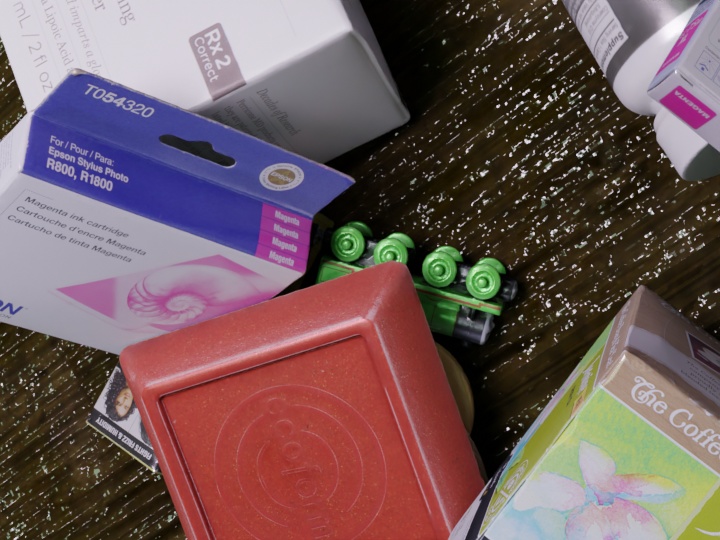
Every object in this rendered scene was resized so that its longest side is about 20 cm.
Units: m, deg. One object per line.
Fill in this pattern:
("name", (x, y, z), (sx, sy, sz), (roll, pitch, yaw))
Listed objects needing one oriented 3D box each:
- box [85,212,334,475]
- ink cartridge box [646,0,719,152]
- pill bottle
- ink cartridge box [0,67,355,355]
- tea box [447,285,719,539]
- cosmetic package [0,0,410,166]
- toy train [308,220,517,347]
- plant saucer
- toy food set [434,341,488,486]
("box", (-0.100, 0.035, 1.118), (0.075, 0.050, 0.201), (30, 90, 30))
("ink cartridge box", (0.242, -0.133, 0.861), (0.119, 0.042, 0.201), (37, 69, -7))
("pill bottle", (0.173, -0.161, 0.935), (0.114, 0.113, 0.202), (-36, 72, 27))
("ink cartridge box", (-0.135, -0.019, 0.974), (0.199, 0.195, 0.044), (-36, 47, 41))
("tea box", (0.168, 0.154, 0.891), (0.199, 0.134, 0.198), (35, 109, 3))
("cosmetic package", (-0.100, -0.144, 1.041), (0.198, 0.165, 0.166), (-26, 72, 7))
("toy train", (0.000, 0.000, 1.053), (0.198, 0.042, 0.057), (16, 100, 9))
("plant saucer", (-0.034, 0.118, 1.015), (0.198, 0.037, 0.202), (-17, 99, 16))
("toy food set", (-0.013, 0.142, 1.061), (0.196, 0.049, 0.202), (-11, 101, 16))
